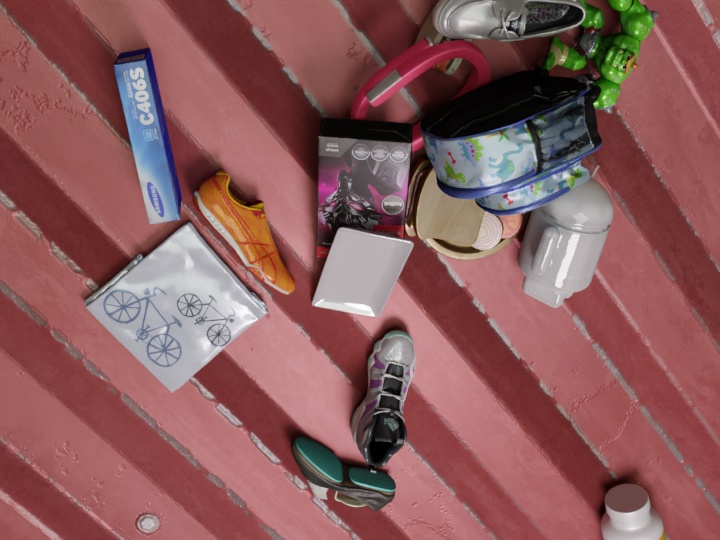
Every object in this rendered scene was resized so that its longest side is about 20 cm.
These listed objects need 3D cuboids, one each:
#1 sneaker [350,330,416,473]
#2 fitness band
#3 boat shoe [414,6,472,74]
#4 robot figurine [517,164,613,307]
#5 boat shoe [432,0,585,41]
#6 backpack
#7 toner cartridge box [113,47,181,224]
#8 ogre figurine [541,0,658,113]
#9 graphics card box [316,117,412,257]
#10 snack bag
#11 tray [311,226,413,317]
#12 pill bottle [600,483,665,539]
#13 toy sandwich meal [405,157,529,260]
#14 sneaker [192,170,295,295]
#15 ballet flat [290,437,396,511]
[{"bbox_3d":[0.046,0.202,1.324,0.076,0.140,0.204,9,110,-13],"label":"sneaker"},{"bbox_3d":[0.078,-0.227,1.184,0.198,0.038,0.143,-33,147,13],"label":"fitness band"},{"bbox_3d":[0.145,-0.352,1.168,0.062,0.071,0.202,22,109,-30],"label":"boat shoe"},{"bbox_3d":[0.291,-0.051,1.278,0.111,0.169,0.204,25,123,22],"label":"robot figurine"},{"bbox_3d":[0.189,-0.318,1.124,0.195,0.069,0.073,-5,127,-19],"label":"boat shoe"},{"bbox_3d":[0.186,-0.155,1.136,0.196,0.183,0.150,-20,110,-9],"label":"backpack"},{"bbox_3d":[-0.269,-0.172,1.148,0.042,0.095,0.205,-10,112,-5],"label":"toner cartridge box"},{"bbox_3d":[0.318,-0.304,1.210,0.118,0.098,0.204,23,91,1],"label":"ogre figurine"},{"bbox_3d":[0.003,-0.103,1.204,0.122,0.051,0.203,5,129,1],"label":"graphics card box"},{"bbox_3d":[-0.259,0.050,1.275,0.199,0.021,0.189,-39,113,6],"label":"snack bag"},{"bbox_3d":[0.000,0.000,1.250,0.105,0.023,0.201,11,146,-8],"label":"tray"},{"bbox_3d":[0.465,0.465,1.523,0.102,0.105,0.204,-18,113,-3],"label":"pill bottle"},{"bbox_3d":[0.158,-0.099,1.267,0.200,0.070,0.210,-4,111,-9],"label":"toy sandwich meal"},{"bbox_3d":[-0.145,-0.048,1.233,0.077,0.073,0.201,-39,116,-4],"label":"sneaker"},{"bbox_3d":[-0.036,0.329,1.401,0.197,0.068,0.069,29,112,-19],"label":"ballet flat"}]
